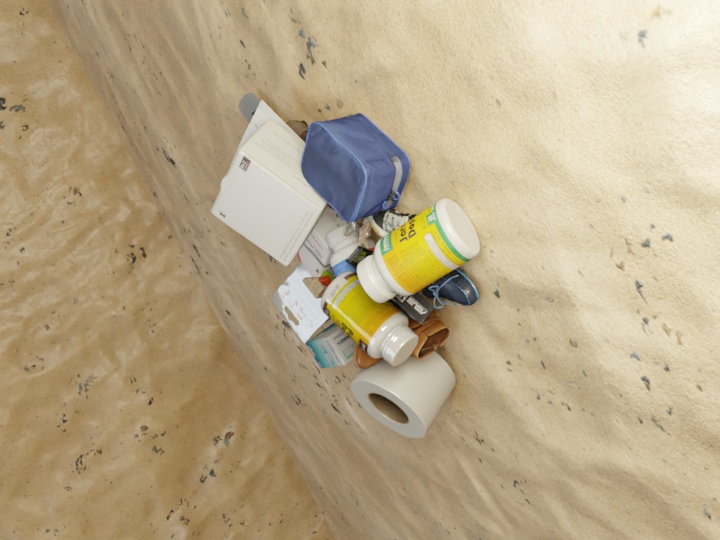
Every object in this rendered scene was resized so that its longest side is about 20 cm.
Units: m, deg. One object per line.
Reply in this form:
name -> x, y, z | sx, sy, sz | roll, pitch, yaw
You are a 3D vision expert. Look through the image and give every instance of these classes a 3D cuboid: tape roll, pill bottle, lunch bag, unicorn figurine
tape roll -> 0.096, 0.257, 1.642 | 0.201, 0.140, 0.204 | 29, 152, 17
pill bottle -> 0.020, 0.099, 1.471 | 0.200, 0.109, 0.110 | 41, 152, 25
pill bottle -> 0.095, -0.027, 1.258 | 0.199, 0.113, 0.113 | -32, 90, 26
lunch bag -> 0.001, -0.191, 1.353 | 0.200, 0.131, 0.137 | 48, 139, 25
pill bottle -> 0.000, 0.000, 1.604 | 0.202, 0.111, 0.112 | 65, 158, 5
unicorn figurine -> -0.023, -0.152, 1.532 | 0.200, 0.073, 0.138 | 44, 145, 27

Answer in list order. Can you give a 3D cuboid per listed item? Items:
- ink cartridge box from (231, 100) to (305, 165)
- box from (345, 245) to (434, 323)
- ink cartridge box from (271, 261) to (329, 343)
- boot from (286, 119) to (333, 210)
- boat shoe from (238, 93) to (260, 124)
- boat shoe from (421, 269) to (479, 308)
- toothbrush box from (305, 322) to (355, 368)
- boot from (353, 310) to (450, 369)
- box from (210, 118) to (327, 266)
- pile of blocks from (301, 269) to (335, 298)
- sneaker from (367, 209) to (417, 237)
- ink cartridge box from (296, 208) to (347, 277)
ink cartridge box -> -0.181, -0.245, 1.568 | 0.160, 0.047, 0.200 | 45, 135, 7
box -> 0.054, 0.024, 1.443 | 0.160, 0.044, 0.200 | 43, 178, -10
ink cartridge box -> -0.127, 0.067, 1.917 | 0.161, 0.047, 0.200 | 51, 121, 14
boot -> -0.108, -0.237, 1.614 | 0.146, 0.070, 0.202 | 32, 146, 58
boat shoe -> -0.216, -0.319, 1.702 | 0.203, 0.074, 0.086 | 58, -169, 31
boat shoe -> 0.145, 0.032, 1.411 | 0.199, 0.068, 0.085 | 23, 139, 55
toothbrush box -> -0.038, 0.173, 1.872 | 0.086, 0.146, 0.200 | 57, 157, -2
boot -> 0.083, 0.152, 1.526 | 0.074, 0.200, 0.155 | 45, 176, -35
box -> -0.166, -0.154, 1.475 | 0.199, 0.131, 0.199 | 36, 137, -3
pile of blocks -> -0.047, 0.039, 1.762 | 0.199, 0.062, 0.082 | 23, -151, -42
sneaker -> 0.085, -0.085, 1.411 | 0.201, 0.075, 0.088 | 55, 129, 32
ink cartridge box -> -0.098, -0.075, 1.763 | 0.146, 0.084, 0.200 | 52, 155, 15
